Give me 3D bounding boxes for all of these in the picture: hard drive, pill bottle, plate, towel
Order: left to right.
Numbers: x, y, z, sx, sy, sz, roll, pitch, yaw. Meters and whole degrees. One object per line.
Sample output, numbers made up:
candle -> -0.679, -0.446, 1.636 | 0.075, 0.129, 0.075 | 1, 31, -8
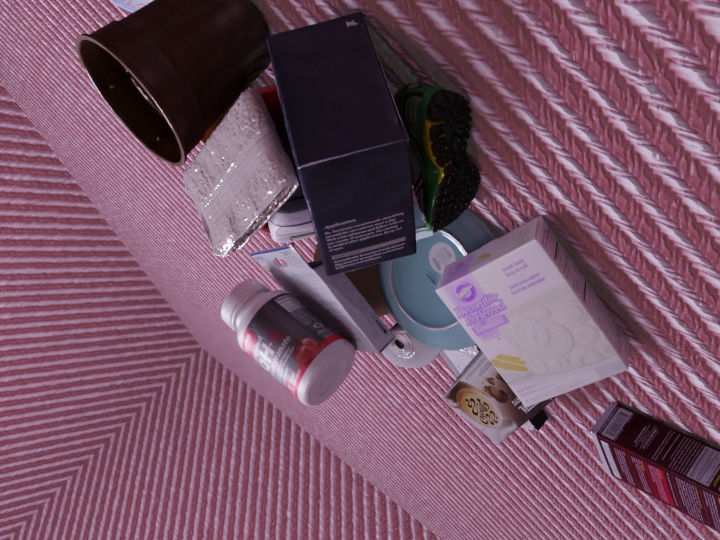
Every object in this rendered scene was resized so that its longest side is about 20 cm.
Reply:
towel -> -0.151, -0.110, 0.894 | 0.200, 0.034, 0.134 | -40, 71, 45
pill bottle -> -0.112, 0.099, 1.098 | 0.199, 0.111, 0.111 | 36, 159, 25
plate -> 0.098, 0.009, 0.973 | 0.198, 0.025, 0.203 | 10, 106, 38
hard drive -> 0.212, 0.179, 1.240 | 0.201, 0.038, 0.139 | 52, 160, -20

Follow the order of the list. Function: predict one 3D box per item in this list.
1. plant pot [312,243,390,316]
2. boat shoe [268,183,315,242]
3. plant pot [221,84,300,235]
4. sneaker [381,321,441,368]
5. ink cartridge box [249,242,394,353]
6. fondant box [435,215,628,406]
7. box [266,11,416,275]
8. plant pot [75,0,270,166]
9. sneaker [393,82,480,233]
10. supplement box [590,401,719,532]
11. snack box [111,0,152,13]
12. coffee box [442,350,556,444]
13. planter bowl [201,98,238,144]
plant pot -> 0.000, 0.000, 1.167 | 0.200, 0.135, 0.201 | 38, 159, 18
boat shoe -> -0.032, -0.087, 0.976 | 0.067, 0.197, 0.074 | 99, 152, -47
plant pot -> -0.124, -0.149, 1.064 | 0.201, 0.200, 0.177 | 50, 168, -14
sneaker -> 0.117, 0.070, 1.085 | 0.073, 0.112, 0.200 | 48, 139, -6
ink cartridge box -> -0.061, 0.032, 1.091 | 0.201, 0.041, 0.199 | 51, 160, -15
fondant box -> 0.205, 0.055, 0.880 | 0.143, 0.058, 0.201 | -29, 107, 33
box -> -0.018, -0.137, 0.833 | 0.201, 0.116, 0.199 | 80, 175, -57
plant pot -> -0.235, -0.281, 0.986 | 0.200, 0.198, 0.201 | 38, 160, 16
sneaker -> 0.085, -0.130, 0.853 | 0.085, 0.078, 0.202 | 38, 151, 37
supplement box -> 0.411, 0.260, 0.968 | 0.199, 0.061, 0.109 | 23, 152, 48
snack box -> -0.346, -0.432, 1.168 | 0.199, 0.024, 0.072 | 33, 158, 31
coffee box -> 0.213, 0.161, 1.080 | 0.113, 0.080, 0.201 | 39, 148, 9
planter bowl -> -0.243, -0.267, 1.163 | 0.201, 0.083, 0.200 | 50, -179, -1
